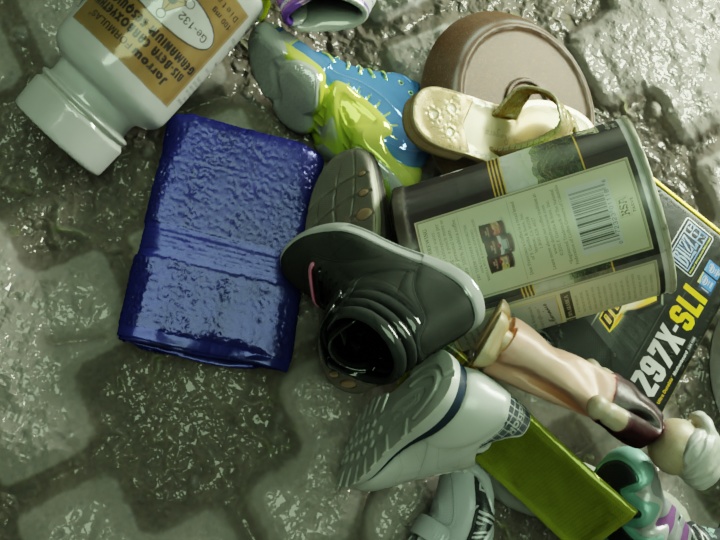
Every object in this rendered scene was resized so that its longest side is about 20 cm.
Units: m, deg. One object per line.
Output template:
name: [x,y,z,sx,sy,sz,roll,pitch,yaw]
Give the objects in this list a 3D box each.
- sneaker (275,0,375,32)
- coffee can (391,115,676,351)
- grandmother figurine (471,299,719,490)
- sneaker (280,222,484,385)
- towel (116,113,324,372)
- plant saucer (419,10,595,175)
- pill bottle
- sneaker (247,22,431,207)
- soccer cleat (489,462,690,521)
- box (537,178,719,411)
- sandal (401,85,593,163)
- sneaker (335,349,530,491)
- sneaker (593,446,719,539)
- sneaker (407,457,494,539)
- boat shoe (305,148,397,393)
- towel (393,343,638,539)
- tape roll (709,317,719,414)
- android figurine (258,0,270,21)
sneaker: [-0.076,-0.267,0.828,0.197,0.073,0.116,17,56,-6]
coffee can: [0.139,-0.025,0.804,0.196,0.146,0.149,-16,80,10]
grandmother figurine: [0.178,0.095,0.725,0.198,0.121,0.061,31,114,3]
sneaker: [-0.014,0.022,0.731,0.099,0.198,0.072,-32,125,-37]
towel: [-0.115,-0.021,0.837,0.145,0.050,0.204,13,76,-13]
plant saucer: [0.146,-0.146,0.904,0.197,0.034,0.205,6,78,-28]
pill bottle: [-0.183,-0.183,0.808,0.114,0.114,0.200,42,88,0]
sneaker: [-0.010,-0.155,0.884,0.201,0.076,0.105,49,60,-6]
soccer cleat: [0.200,0.199,0.838,0.197,0.078,0.070,19,73,-8]
box: [0.244,0.018,0.907,0.159,0.049,0.201,38,72,-4]
sandal: [0.141,-0.122,0.838,0.208,0.069,0.079,4,80,-27]
sneaker: [0.047,0.134,0.760,0.079,0.200,0.078,23,57,-17]
sneaker: [0.259,0.215,0.802,0.138,0.078,0.204,-19,115,-23]
sneaker: [0.043,0.235,0.794,0.113,0.075,0.204,10,75,-10]
boat shoe: [0.000,0.000,0.840,0.073,0.073,0.204,1,91,31]
towel: [0.116,0.137,0.766,0.199,0.086,0.018,42,52,9]
tape roll: [0.432,0.096,0.920,0.198,0.071,0.207,3,76,-13]
android figurine: [-0.130,-0.313,0.902,0.196,0.041,0.185,-14,80,-15]
